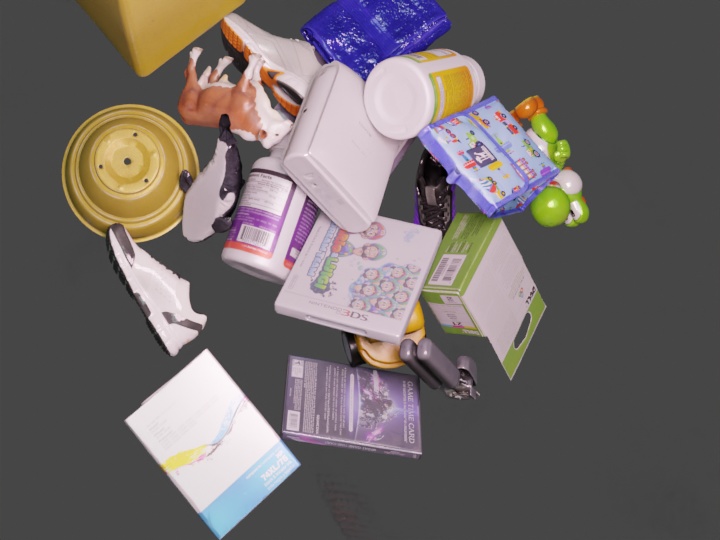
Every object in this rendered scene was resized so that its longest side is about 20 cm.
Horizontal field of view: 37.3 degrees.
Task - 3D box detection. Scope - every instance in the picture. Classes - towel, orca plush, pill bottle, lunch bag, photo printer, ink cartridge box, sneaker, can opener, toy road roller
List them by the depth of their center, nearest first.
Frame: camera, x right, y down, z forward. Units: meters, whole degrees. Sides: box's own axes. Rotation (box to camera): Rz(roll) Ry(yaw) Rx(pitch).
[{"bbox_3d":[-0.201,0.231,1.451,0.146,0.147,0.201,-40,91,-10],"label":"ink cartridge box"},{"bbox_3d":[0.167,-0.148,1.493,0.151,0.094,0.199,50,34,10],"label":"lunch bag"},{"bbox_3d":[-0.021,-0.181,1.497,0.166,0.069,0.202,45,47,-34],"label":"photo printer"},{"bbox_3d":[-0.196,-0.128,1.501,0.104,0.203,0.071,29,36,26],"label":"orca plush"},{"bbox_3d":[0.116,0.132,1.504,0.052,0.200,0.068,-4,61,27],"label":"can opener"},{"bbox_3d":[-0.290,0.017,1.508,0.079,0.074,0.202,-32,96,-16],"label":"sneaker"},{"bbox_3d":[0.029,0.037,1.509,0.121,0.146,0.204,-13,85,-10],"label":"toy road roller"},{"bbox_3d":[-0.116,-0.092,1.521,0.110,0.111,0.203,20,80,-5],"label":"pill bottle"},{"bbox_3d":[0.100,-0.257,1.531,0.199,0.110,0.112,-25,86,-54],"label":"pill bottle"},{"bbox_3d":[0.180,0.039,1.545,0.149,0.075,0.201,-59,133,-30],"label":"ink cartridge box"},{"bbox_3d":[0.105,-0.093,1.553,0.068,0.100,0.204,0,80,9],"label":"sneaker"},{"bbox_3d":[-0.119,-0.314,1.569,0.200,0.076,0.092,43,66,7],"label":"sneaker"},{"bbox_3d":[0.027,-0.365,1.598,0.199,0.050,0.148,-41,90,-16],"label":"towel"}]

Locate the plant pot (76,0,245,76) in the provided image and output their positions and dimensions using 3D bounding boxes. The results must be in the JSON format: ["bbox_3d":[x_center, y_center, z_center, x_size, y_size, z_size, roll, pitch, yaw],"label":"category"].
[{"bbox_3d":[-0.300,-0.435,1.480,0.199,0.177,0.201,-39,75,-11],"label":"plant pot"}]

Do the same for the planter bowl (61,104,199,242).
[{"bbox_3d":[-0.327,-0.147,1.510,0.196,0.083,0.205,1,83,-8],"label":"planter bowl"}]

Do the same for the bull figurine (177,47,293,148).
[{"bbox_3d":[-0.179,-0.244,1.511,0.197,0.065,0.124,13,91,29],"label":"bull figurine"}]

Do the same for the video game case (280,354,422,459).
[{"bbox_3d":[-0.011,0.191,1.505,0.196,0.019,0.144,11,41,-8],"label":"video game case"}]

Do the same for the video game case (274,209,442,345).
[{"bbox_3d":[0.000,0.000,1.467,0.179,0.024,0.202,13,50,15],"label":"video game case"}]

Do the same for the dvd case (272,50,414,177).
[{"bbox_3d":[-0.016,-0.229,1.601,0.199,0.016,0.150,36,79,-3],"label":"dvd case"}]

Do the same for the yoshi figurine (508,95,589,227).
[{"bbox_3d":[0.269,-0.149,1.592,0.111,0.112,0.202,-30,90,0],"label":"yoshi figurine"}]
